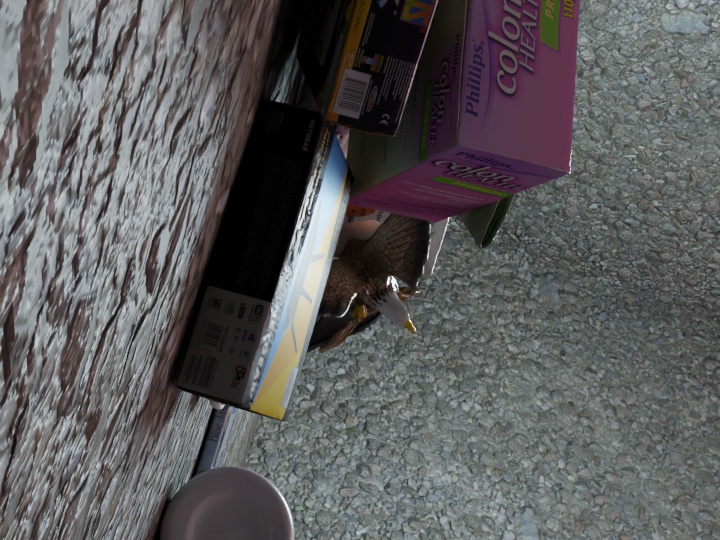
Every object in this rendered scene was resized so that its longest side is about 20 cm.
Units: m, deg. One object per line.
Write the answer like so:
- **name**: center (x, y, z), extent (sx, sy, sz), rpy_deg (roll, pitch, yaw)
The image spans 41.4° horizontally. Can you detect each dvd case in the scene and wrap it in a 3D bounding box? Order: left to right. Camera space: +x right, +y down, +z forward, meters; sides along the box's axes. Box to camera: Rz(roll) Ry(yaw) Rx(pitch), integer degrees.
- **dvd case**: center (-0.156, 0.166, 1.097), extent (0.143, 0.017, 0.203), rpy_deg (122, -16, -82)

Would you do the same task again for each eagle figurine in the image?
- **eagle figurine**: center (0.006, 0.004, 0.954), extent (0.200, 0.149, 0.154), rpy_deg (59, 48, -68)

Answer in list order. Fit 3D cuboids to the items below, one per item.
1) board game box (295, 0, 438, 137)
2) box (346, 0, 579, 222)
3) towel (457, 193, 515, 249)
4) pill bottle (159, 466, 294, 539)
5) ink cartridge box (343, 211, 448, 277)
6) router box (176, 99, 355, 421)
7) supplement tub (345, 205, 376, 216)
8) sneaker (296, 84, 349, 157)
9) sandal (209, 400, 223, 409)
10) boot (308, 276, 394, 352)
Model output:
- **board game box**: center (0.014, -0.215, 0.647), extent (0.166, 0.056, 0.203), rpy_deg (-108, -148, -61)
- **box**: center (0.073, -0.148, 0.741), extent (0.199, 0.095, 0.179), rpy_deg (161, -63, -66)
- **towel**: center (0.102, -0.135, 0.820), extent (0.201, 0.023, 0.154), rpy_deg (-116, -138, -54)
- **pill bottle**: center (-0.128, 0.265, 0.909), extent (0.200, 0.118, 0.121), rpy_deg (110, -3, -66)
- **ink cartridge box**: center (0.009, -0.072, 1.137), extent (0.067, 0.197, 0.118), rpy_deg (-116, -137, -87)
- **router box**: center (-0.061, 0.000, 0.689), extent (0.149, 0.050, 0.203), rpy_deg (58, 47, -76)
- **supplement tub**: center (0.002, -0.169, 1.041), extent (0.123, 0.121, 0.203), rpy_deg (111, -5, -66)
- **sneaker**: center (-0.041, -0.093, 0.872), extent (0.085, 0.072, 0.203), rpy_deg (-109, -143, -83)
- **sandal**: center (-0.090, 0.039, 0.798), extent (0.083, 0.049, 0.205), rpy_deg (-75, -179, -59)
- **boot**: center (-0.037, 0.027, 1.134), extent (0.198, 0.077, 0.169), rpy_deg (-28, 161, -15)
